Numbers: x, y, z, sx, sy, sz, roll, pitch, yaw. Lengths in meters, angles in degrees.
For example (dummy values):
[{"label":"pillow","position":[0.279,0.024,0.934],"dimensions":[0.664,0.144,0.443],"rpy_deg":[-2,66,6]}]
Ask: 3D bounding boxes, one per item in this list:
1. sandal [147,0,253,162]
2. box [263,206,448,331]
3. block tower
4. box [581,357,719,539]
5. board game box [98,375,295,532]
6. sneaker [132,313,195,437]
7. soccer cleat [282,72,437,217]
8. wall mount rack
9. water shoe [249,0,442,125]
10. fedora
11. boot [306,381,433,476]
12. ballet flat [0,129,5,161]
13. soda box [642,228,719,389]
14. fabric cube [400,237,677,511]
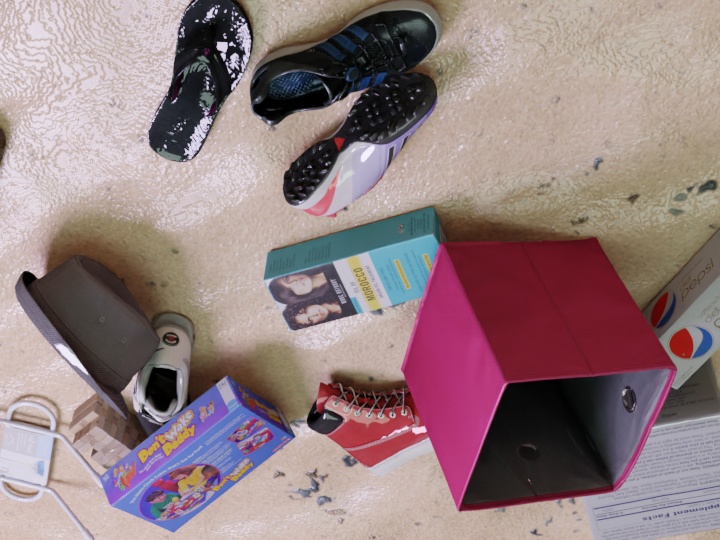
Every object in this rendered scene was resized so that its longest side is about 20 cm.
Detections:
[{"label":"sandal","position":[-0.157,-0.180,1.197],"dimensions":[0.074,0.048,0.202],"rpy_deg":[17,129,-11]},{"label":"box","position":[0.000,0.000,1.335],"dimensions":[0.198,0.049,0.083],"rpy_deg":[-16,127,15]},{"label":"block tower","position":[-0.276,0.238,1.546],"dimensions":[0.058,0.054,0.200],"rpy_deg":[-35,119,29]},{"label":"box","position":[0.349,0.218,1.460],"dimensions":[0.182,0.106,0.201],"rpy_deg":[-12,127,13]},{"label":"board game box","position":[-0.193,0.224,1.464],"dimensions":[0.199,0.045,0.134],"rpy_deg":[-38,144,6]},{"label":"sneaker","position":[-0.239,0.153,1.453],"dimensions":[0.073,0.089,0.202],"rpy_deg":[6,131,-4]},{"label":"soccer cleat","position":[0.010,-0.124,1.233],"dimensions":[0.199,0.069,0.073],"rpy_deg":[-39,142,25]},{"label":"wall mount rack","position":[-0.408,0.263,1.558],"dimensions":[0.172,0.075,0.201],"rpy_deg":[15,130,-5]},{"label":"water shoe","position":[-0.012,-0.189,1.161],"dimensions":[0.198,0.079,0.072],"rpy_deg":[-19,126,18]},{"label":"fedora","position":[-0.289,0.059,1.353],"dimensions":[0.090,0.177,0.201],"rpy_deg":[-39,115,-3]},{"label":"boot","position":[0.031,0.159,1.455],"dimensions":[0.144,0.073,0.199],"rpy_deg":[37,126,-23]},{"label":"ballet flat","position":[-0.424,-0.072,1.303],"dimensions":[0.067,0.047,0.201],"rpy_deg":[23,127,-14]},{"label":"soda box","position":[0.377,0.036,1.335],"dimensions":[0.068,0.064,0.201],"rpy_deg":[24,126,-15]},{"label":"fabric cube","position":[0.179,0.105,1.284],"dimensions":[0.197,0.200,0.198],"rpy_deg":[-3,132,-19]}]
